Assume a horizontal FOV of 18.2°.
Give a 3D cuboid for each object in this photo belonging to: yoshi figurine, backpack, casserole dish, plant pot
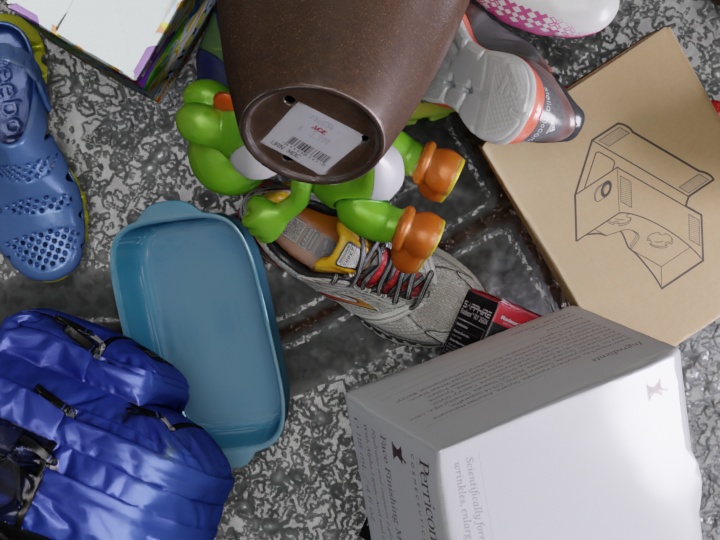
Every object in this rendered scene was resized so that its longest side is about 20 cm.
[{"bbox_3d":[-0.037,-0.072,1.559,0.199,0.113,0.112,22,117,-8],"label":"yoshi figurine"},{"bbox_3d":[-0.187,0.130,1.563,0.199,0.162,0.168,27,93,13],"label":"backpack"},{"bbox_3d":[-0.111,0.043,1.617,0.121,0.039,0.201,-7,102,26],"label":"casserole dish"},{"bbox_3d":[-0.017,-0.160,1.449,0.186,0.187,0.201,9,53,0],"label":"plant pot"}]

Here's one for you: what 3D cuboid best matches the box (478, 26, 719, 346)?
[{"bbox_3d":[0.200,-0.047,1.599,0.163,0.021,0.201,-33,100,-10],"label":"box"}]

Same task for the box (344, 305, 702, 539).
[{"bbox_3d":[0.115,0.157,1.525,0.199,0.131,0.200,-20,112,-25],"label":"box"}]

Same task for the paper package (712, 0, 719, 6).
[{"bbox_3d":[0.382,-0.223,1.608,0.200,0.103,0.191,34,89,0],"label":"paper package"}]

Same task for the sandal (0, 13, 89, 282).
[{"bbox_3d":[-0.250,-0.088,1.618,0.079,0.087,0.201,-17,93,-2],"label":"sandal"}]

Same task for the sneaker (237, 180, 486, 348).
[{"bbox_3d":[0.000,0.000,1.620,0.199,0.082,0.078,24,91,-1],"label":"sneaker"}]

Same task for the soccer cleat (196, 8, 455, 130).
[{"bbox_3d":[-0.020,-0.149,1.624,0.199,0.065,0.084,6,102,2],"label":"soccer cleat"}]

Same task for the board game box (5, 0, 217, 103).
[{"bbox_3d":[-0.164,-0.191,1.558,0.103,0.200,0.105,30,90,-1],"label":"board game box"}]

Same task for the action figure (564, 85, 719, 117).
[{"bbox_3d":[0.202,-0.105,1.636,0.199,0.052,0.066,9,96,-5],"label":"action figure"}]

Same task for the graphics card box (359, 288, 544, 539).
[{"bbox_3d":[0.096,0.127,1.614,0.125,0.051,0.201,23,90,-31],"label":"graphics card box"}]

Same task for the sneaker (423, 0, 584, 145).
[{"bbox_3d":[0.089,-0.138,1.569,0.082,0.200,0.077,13,116,-34],"label":"sneaker"}]

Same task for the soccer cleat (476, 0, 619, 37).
[{"bbox_3d":[0.087,-0.227,1.558,0.199,0.086,0.070,29,78,12],"label":"soccer cleat"}]
